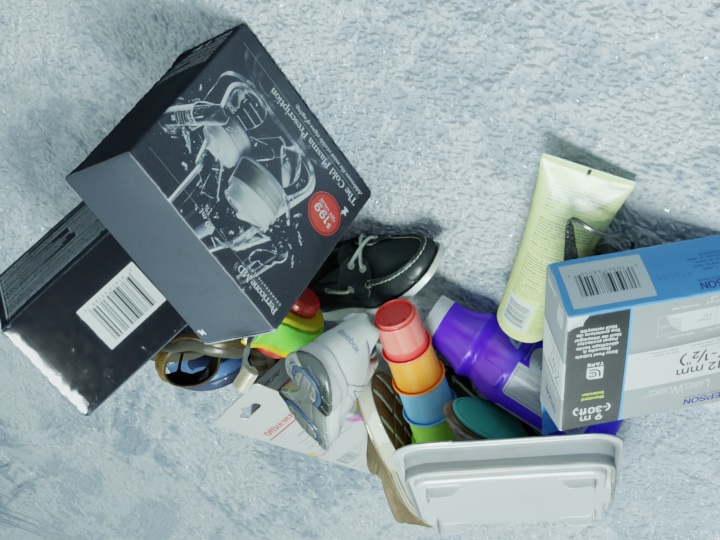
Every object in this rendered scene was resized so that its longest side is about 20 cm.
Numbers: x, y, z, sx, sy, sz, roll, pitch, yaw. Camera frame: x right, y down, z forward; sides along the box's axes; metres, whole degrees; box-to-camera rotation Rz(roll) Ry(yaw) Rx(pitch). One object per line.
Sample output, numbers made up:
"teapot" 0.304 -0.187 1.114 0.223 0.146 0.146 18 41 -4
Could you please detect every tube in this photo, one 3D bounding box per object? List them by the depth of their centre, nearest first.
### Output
"tube" 0.163 -0.018 1.083 0.052 0.058 0.201 59 153 31

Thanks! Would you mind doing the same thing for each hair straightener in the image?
"hair straightener" 0.197 0.015 1.080 0.041 0.077 0.201 55 171 39

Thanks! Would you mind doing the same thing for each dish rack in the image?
"dish rack" 0.134 0.195 1.157 0.198 0.044 0.172 -5 152 7

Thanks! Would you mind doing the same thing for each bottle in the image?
"bottle" 0.147 0.094 1.191 0.199 0.083 0.066 32 113 10

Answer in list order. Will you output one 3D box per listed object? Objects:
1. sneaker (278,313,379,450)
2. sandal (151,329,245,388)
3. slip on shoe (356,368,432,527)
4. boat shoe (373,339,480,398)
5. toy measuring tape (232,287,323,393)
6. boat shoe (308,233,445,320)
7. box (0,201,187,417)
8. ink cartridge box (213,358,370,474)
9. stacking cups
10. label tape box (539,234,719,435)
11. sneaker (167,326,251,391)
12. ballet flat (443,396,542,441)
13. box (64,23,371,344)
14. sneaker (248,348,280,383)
"sneaker" -0.021 0.103 1.181 0.075 0.087 0.200 48 160 10
"sandal" -0.163 0.088 1.269 0.081 0.055 0.199 5 174 -30
"slip on shoe" 0.031 0.180 1.281 0.060 0.076 0.201 -11 130 24
"boat shoe" 0.078 0.129 1.306 0.200 0.064 0.070 48 141 -15
"toy measuring tape" -0.070 0.063 1.169 0.073 0.200 0.074 1 115 2
"boat shoe" 0.000 0.000 1.212 0.060 0.076 0.199 41 145 -19
"box" -0.240 0.008 1.257 0.123 0.200 0.198 50 174 -22
"ink cartridge box" -0.039 0.139 1.344 0.199 0.068 0.117 20 144 -22
"stacking cups" 0.058 0.110 1.202 0.060 0.061 0.201 6 132 35
"label tape box" 0.222 0.074 1.049 0.142 0.066 0.201 -10 132 -5
"sneaker" -0.190 0.067 1.416 0.199 0.074 0.083 29 136 48
"ballet flat" 0.141 0.167 1.212 0.199 0.068 0.067 15 124 -36
"box" -0.117 -0.072 1.132 0.104 0.183 0.200 -12 124 47
"sneaker" -0.095 0.082 1.415 0.076 0.070 0.201 51 153 23
